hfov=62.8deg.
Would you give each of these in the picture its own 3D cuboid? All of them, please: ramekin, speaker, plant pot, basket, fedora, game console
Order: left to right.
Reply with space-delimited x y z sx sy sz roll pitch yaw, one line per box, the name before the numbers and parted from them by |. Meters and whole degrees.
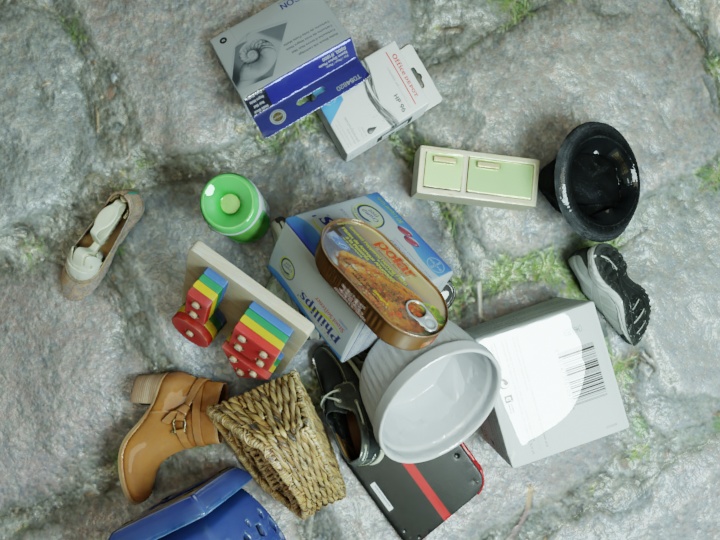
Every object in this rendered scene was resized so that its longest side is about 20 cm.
plant pot | -0.233 0.410 0.848 0.197 0.200 0.183 -27 83 10
speaker | -0.180 -0.087 0.869 0.086 0.200 0.091 0 89 -4
basket | -0.117 0.276 0.858 0.146 0.144 0.203 -22 130 -5
game console | 0.090 0.322 0.969 0.176 0.031 0.202 -37 91 2
ramekin | 0.091 0.160 0.835 0.196 0.105 0.204 -15 128 -20
fedora | 0.356 -0.138 0.949 0.196 0.091 0.206 -1 92 -30

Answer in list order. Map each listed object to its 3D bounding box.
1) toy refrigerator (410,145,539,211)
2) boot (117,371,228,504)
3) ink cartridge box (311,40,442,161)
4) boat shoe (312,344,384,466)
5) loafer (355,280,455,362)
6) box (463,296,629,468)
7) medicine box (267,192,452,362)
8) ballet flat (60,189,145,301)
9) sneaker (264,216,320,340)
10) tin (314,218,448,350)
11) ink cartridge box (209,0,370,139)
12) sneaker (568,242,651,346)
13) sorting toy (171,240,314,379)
toy refrigerator | 0.186 -0.149 0.962 0.195 0.070 0.078 7 89 -3
boot | -0.282 0.259 0.904 0.151 0.074 0.206 2 85 10
ink cartridge box | 0.031 -0.282 0.954 0.198 0.068 0.117 -32 91 -4
boat shoe | -0.028 0.202 0.909 0.072 0.067 0.203 -40 61 28
loafer | 0.076 0.083 0.948 0.199 0.072 0.073 -39 91 -4
box | 0.280 0.168 0.931 0.196 0.131 0.204 -17 90 -4
medicine box | 0.000 0.000 0.853 0.198 0.104 0.183 -22 61 -44
ballet flat | -0.413 -0.043 0.918 0.067 0.067 0.203 30 87 -2
sneaker | -0.138 0.024 0.932 0.113 0.076 0.205 -15 92 -6
tin | 0.025 0.015 0.744 0.111 0.042 0.200 -28 66 -40
ink cartridge box | -0.113 -0.332 0.921 0.197 0.041 0.202 -31 67 -4
sneaker | 0.415 0.039 0.979 0.074 0.079 0.202 -43 108 -23
sorting toy | -0.186 0.082 0.861 0.198 0.199 0.070 35 58 -2
